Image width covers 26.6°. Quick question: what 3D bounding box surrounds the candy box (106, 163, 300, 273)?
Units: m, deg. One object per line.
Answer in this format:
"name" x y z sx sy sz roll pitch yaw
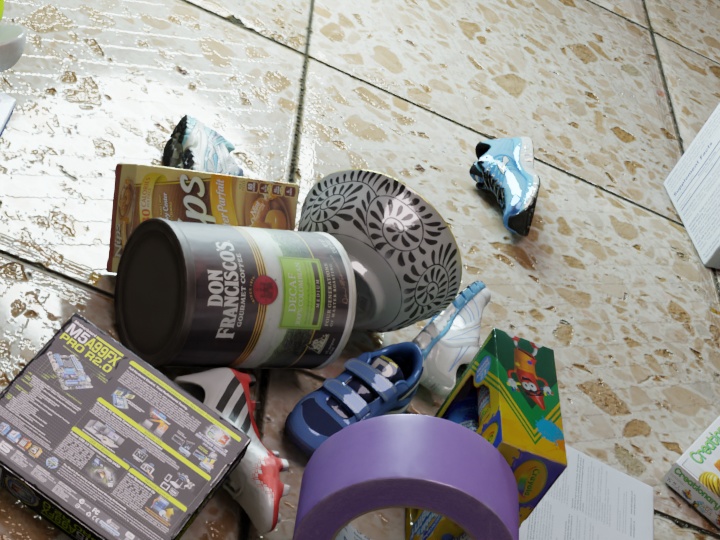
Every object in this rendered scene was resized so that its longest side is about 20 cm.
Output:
"candy box" -0.166 -0.046 1.621 0.200 0.116 0.055 5 0 -35

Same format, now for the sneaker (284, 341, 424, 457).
"sneaker" -0.003 0.127 1.560 0.074 0.082 0.200 42 36 13

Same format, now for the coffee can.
"coffee can" -0.126 0.027 1.532 0.200 0.146 0.146 3 42 -37

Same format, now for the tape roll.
"tape roll" 0.041 0.229 1.352 0.200 0.200 0.085 24 33 -12

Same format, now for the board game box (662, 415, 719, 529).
"board game box" 0.453 0.243 1.822 0.126 0.035 0.200 41 34 15

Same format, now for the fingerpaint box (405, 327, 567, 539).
"fingerpaint box" 0.114 0.185 1.470 0.073 0.200 0.167 21 35 -14

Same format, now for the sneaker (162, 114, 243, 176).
"sneaker" -0.172 -0.104 1.734 0.086 0.078 0.200 21 34 -21

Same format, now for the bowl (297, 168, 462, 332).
"bowl" 0.000 0.000 1.639 0.201 0.201 0.094 35 47 5

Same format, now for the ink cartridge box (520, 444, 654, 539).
"ink cartridge box" 0.215 0.262 1.597 0.200 0.043 0.196 25 35 -6

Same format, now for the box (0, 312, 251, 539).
"box" -0.221 0.154 1.331 0.200 0.044 0.160 35 54 4

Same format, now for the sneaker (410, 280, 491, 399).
"sneaker" 0.109 0.085 1.731 0.087 0.075 0.200 44 40 1

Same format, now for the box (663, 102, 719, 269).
"box" 0.566 -0.125 2.262 0.105 0.184 0.200 13 37 -24

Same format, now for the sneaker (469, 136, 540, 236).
"sneaker" 0.191 -0.114 2.067 0.090 0.078 0.200 6 34 -5

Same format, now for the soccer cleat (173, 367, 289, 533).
"soccer cleat" -0.125 0.168 1.428 0.085 0.069 0.200 1 41 -23

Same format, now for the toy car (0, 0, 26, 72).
"toy car" -0.449 -0.274 1.586 0.150 0.175 0.200 -3 28 14

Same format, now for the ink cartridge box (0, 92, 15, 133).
"ink cartridge box" -0.477 -0.159 1.576 0.200 0.043 0.196 25 34 -13
